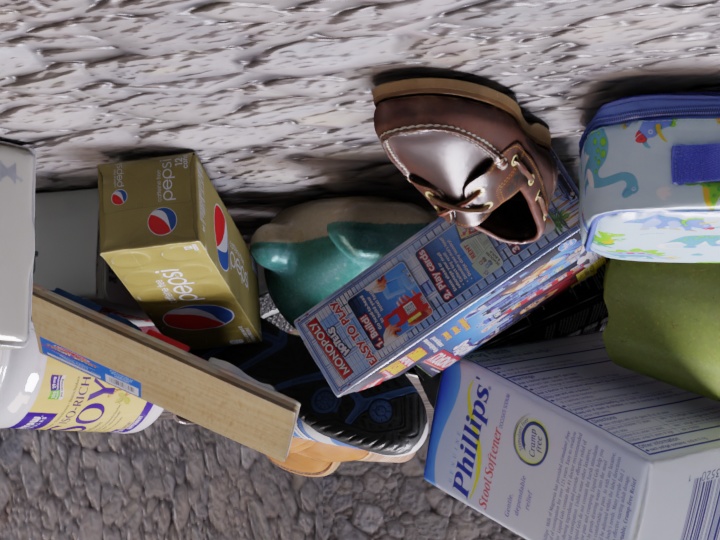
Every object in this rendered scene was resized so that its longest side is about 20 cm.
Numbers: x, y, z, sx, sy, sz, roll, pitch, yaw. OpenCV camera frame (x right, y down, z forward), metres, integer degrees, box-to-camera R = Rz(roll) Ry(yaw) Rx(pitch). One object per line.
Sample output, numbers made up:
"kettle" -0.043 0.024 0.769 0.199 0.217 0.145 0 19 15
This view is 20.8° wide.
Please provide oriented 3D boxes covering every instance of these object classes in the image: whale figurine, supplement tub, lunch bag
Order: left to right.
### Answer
"supplement tub" -0.278 0.070 1.759 0.199 0.146 0.145 6 170 -38
"whale figurine" 0.000 0.000 1.400 0.158 0.104 0.200 2 173 -11
"lunch bag" 0.224 -0.053 1.106 0.199 0.083 0.161 -1 173 4

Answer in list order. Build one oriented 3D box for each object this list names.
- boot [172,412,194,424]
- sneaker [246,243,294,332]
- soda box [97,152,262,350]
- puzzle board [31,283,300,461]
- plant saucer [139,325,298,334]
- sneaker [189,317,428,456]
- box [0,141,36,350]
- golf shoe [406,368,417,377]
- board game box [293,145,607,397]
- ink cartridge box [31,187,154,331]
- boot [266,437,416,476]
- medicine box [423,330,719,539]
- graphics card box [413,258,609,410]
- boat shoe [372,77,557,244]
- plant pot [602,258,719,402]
"boot" -0.101 0.072 1.745 0.070 0.147 0.200 23 163 -24
"sneaker" -0.028 -0.006 1.556 0.199 0.080 0.074 -8 135 -37
"soda box" -0.119 -0.008 1.326 0.067 0.064 0.200 -7 158 7
"puzzle board" -0.137 0.071 1.372 0.199 0.017 0.151 24 162 3
"plant saucer" -0.116 0.037 1.577 0.200 0.051 0.201 24 -159 -10
"sneaker" -0.033 0.085 1.416 0.199 0.076 0.077 22 160 30
"box" -0.309 -0.011 1.243 0.199 0.129 0.109 -8 168 42
"golf shoe" 0.062 0.055 1.732 0.199 0.092 0.073 -15 156 -14
"board game box" 0.062 0.011 1.303 0.199 0.062 0.200 -32 168 3
"ink cartridge box" -0.238 -0.004 1.452 0.199 0.084 0.146 -3 171 23
"boot" -0.065 0.127 1.673 0.154 0.074 0.200 15 163 -38
"medicine box" 0.181 0.130 1.416 0.182 0.103 0.200 -6 -157 -43
"graphics card box" 0.138 0.035 1.514 0.199 0.051 0.126 -25 163 -7
"boat shoe" 0.065 -0.059 1.114 0.070 0.071 0.200 -3 170 27
"plant pot" 0.276 0.021 1.369 0.189 0.201 0.200 11 177 26
